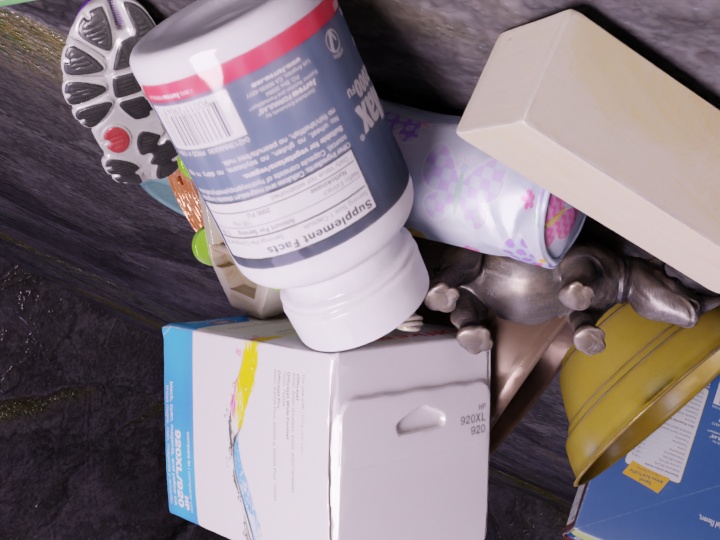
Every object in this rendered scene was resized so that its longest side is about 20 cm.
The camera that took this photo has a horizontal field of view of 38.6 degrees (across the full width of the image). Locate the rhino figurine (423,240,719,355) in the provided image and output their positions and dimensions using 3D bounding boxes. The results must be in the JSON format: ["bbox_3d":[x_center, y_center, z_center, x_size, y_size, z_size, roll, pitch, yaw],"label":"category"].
[{"bbox_3d":[0.141,0.011,0.681,0.197,0.061,0.088,1,-152,5],"label":"rhino figurine"}]

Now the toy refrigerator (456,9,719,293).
[{"bbox_3d":[0.159,-0.059,0.555,0.198,0.071,0.076,28,173,-19],"label":"toy refrigerator"}]

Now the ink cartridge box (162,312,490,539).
[{"bbox_3d":[-0.027,0.111,0.728,0.146,0.147,0.199,-4,-175,-40],"label":"ink cartridge box"}]

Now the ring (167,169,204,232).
[{"bbox_3d":[-0.094,-0.070,0.842,0.199,0.019,0.202,29,137,30],"label":"ring"}]

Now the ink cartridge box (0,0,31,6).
[{"bbox_3d":[-0.263,-0.231,0.544,0.144,0.088,0.199,9,163,45],"label":"ink cartridge box"}]

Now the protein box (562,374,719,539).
[{"bbox_3d":[0.317,0.189,0.966,0.196,0.202,0.135,20,167,12],"label":"protein box"}]

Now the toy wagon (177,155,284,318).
[{"bbox_3d":[-0.092,-0.068,0.759,0.039,0.203,0.155,-14,-166,-26],"label":"toy wagon"}]

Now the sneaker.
[{"bbox_3d":[-0.188,-0.145,0.787,0.080,0.084,0.201,-16,156,-13],"label":"sneaker"}]

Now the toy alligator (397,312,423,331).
[{"bbox_3d":[0.000,0.000,0.721,0.059,0.055,0.200,0,-174,-20],"label":"toy alligator"}]

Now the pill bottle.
[{"bbox_3d":[-0.036,-0.060,0.594,0.119,0.119,0.202,8,132,48],"label":"pill bottle"}]

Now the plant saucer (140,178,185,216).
[{"bbox_3d":[-0.171,-0.083,1.078,0.199,0.039,0.201,22,166,6],"label":"plant saucer"}]

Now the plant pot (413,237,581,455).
[{"bbox_3d":[0.081,0.029,0.828,0.174,0.201,0.200,37,172,18],"label":"plant pot"}]

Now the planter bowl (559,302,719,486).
[{"bbox_3d":[0.220,0.076,0.822,0.084,0.200,0.201,49,177,21],"label":"planter bowl"}]

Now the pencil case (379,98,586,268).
[{"bbox_3d":[0.051,-0.065,0.673,0.198,0.092,0.083,16,-172,30],"label":"pencil case"}]
